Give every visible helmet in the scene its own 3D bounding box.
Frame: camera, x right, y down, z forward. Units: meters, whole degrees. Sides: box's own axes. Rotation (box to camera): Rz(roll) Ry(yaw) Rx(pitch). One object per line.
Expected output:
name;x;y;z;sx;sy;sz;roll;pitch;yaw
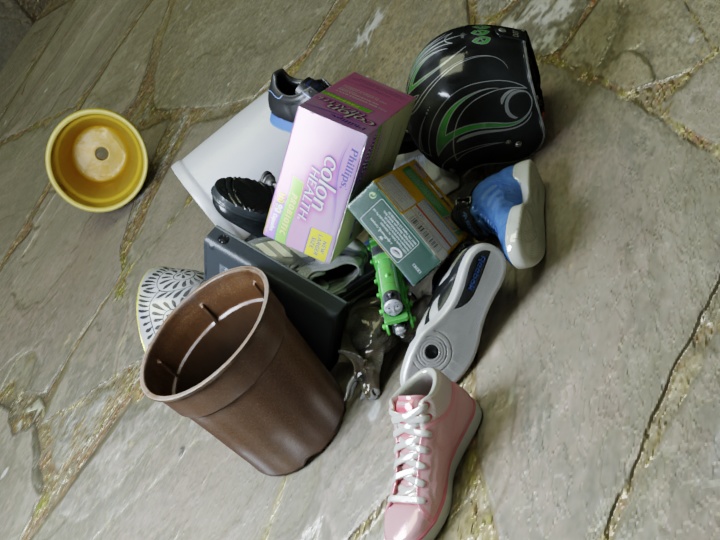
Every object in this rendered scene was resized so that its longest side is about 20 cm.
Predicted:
helmet;0.152;-0.233;1.636;0.188;0.202;0.201;-11;39;14

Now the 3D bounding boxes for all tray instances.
tray;0.086;-0.157;1.761;0.107;0.022;0.201;-32;32;18

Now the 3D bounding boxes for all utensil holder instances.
utensil holder;-0.177;-0.165;1.936;0.199;0.170;0.170;-39;30;-2

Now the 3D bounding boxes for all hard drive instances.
hard drive;-0.111;0.040;1.523;0.198;0.140;0.033;30;57;14

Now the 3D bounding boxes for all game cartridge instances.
game cartridge;0.000;0.000;1.621;0.199;0.039;0.130;-33;19;15

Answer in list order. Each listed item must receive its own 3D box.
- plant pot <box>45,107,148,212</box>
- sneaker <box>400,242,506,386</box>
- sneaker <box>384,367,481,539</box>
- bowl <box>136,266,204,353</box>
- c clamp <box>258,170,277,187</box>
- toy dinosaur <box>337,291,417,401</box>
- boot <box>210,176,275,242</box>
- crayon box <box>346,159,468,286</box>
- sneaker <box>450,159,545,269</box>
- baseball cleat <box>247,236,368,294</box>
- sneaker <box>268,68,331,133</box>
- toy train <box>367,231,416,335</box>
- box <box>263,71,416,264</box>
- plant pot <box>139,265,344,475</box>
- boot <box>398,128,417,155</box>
plant pot;-0.527;-0.229;2.408;0.200;0.201;0.189;-41;15;0
sneaker;0.104;0.062;1.435;0.202;0.073;0.112;-59;10;-6
sneaker;0.057;0.194;1.272;0.075;0.105;0.202;-5;47;42
bowl;-0.214;0.077;1.648;0.093;0.202;0.202;-19;36;19
c clamp;-0.084;-0.085;1.723;0.198;0.173;0.027;19;33;29
toy dinosaur;0.019;0.063;1.509;0.101;0.077;0.202;-16;41;15
boot;-0.145;-0.039;1.652;0.163;0.196;0.074;-55;44;31
crayon box;0.066;-0.064;1.497;0.051;0.126;0.200;-41;-1;22
sneaker;0.167;-0.058;1.484;0.110;0.077;0.201;-19;33;23
baseball cleat;-0.090;-0.004;1.547;0.197;0.071;0.107;-11;24;12
sneaker;-0.045;-0.220;1.654;0.198;0.079;0.070;19;41;23
toy train;0.034;0.002;1.462;0.041;0.057;0.201;-14;36;3
box;-0.024;-0.135;1.517;0.200;0.096;0.178;-48;-21;-61
plant pot;-0.133;0.137;1.468;0.199;0.199;0.201;-29;32;20
boot;-0.001;-0.148;1.758;0.208;0.160;0.080;-6;35;-8
